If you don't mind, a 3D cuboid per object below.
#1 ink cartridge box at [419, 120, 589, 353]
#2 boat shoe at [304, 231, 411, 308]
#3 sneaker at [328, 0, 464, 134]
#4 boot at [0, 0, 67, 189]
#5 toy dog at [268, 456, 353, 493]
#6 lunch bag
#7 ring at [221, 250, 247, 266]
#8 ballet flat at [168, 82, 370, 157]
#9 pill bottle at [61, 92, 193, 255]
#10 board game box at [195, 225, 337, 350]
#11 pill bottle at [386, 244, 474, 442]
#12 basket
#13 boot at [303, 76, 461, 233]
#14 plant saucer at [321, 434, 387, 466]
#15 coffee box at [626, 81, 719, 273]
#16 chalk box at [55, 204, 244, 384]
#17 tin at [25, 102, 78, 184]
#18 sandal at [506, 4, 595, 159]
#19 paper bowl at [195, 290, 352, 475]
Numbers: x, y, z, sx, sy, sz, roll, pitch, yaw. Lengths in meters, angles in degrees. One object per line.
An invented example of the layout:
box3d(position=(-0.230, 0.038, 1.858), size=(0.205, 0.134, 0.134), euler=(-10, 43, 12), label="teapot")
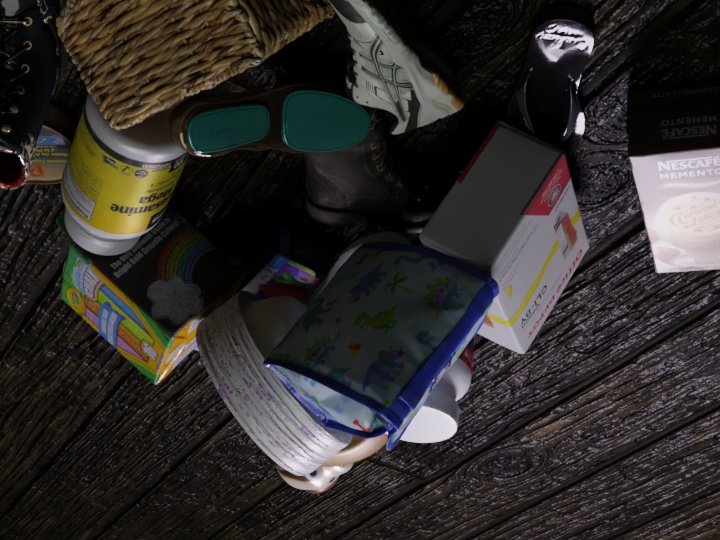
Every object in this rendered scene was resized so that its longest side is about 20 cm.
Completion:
box3d(position=(0.149, -0.028, 1.357), size=(0.083, 0.146, 0.200), euler=(27, 165, 27), label="ink cartridge box")
box3d(position=(0.000, 0.000, 1.465), size=(0.070, 0.064, 0.200), euler=(36, 143, -11), label="boat shoe")
box3d(position=(0.013, -0.189, 1.219), size=(0.087, 0.076, 0.200), euler=(-26, 135, 20), label="sneaker")
box3d(position=(-0.318, -0.187, 1.238), size=(0.073, 0.155, 0.204), euler=(7, 148, 2), label="boot")
box3d(position=(-0.053, 0.173, 1.696), size=(0.192, 0.202, 0.140), euler=(-7, 144, 22), label="toy dog")
box3d(position=(0.030, 0.069, 1.293), size=(0.127, 0.170, 0.200), euler=(45, 161, -20), label="lunch bag")
box3d(position=(-0.164, 0.032, 1.673), size=(0.198, 0.019, 0.201), euler=(6, 148, 4), label="ring")
box3d(position=(-0.088, -0.141, 1.256), size=(0.198, 0.072, 0.068), euler=(-11, 115, -29), label="ballet flat")
box3d(position=(-0.239, -0.104, 1.376), size=(0.111, 0.113, 0.200), euler=(17, 142, -13), label="pill bottle")
box3d(position=(-0.097, 0.045, 1.611), size=(0.134, 0.045, 0.200), euler=(25, 132, -26), label="board game box")
box3d(position=(0.071, 0.082, 1.525), size=(0.115, 0.202, 0.116), euler=(6, 148, 3), label="pill bottle")
box3d(position=(-0.151, -0.237, 1.210), size=(0.199, 0.149, 0.144), euler=(-19, 107, 36), label="basket")
box3d(position=(0.017, -0.120, 1.354), size=(0.198, 0.070, 0.175), euler=(-3, 139, 5), label="boot")
box3d(position=(-0.040, 0.141, 1.584), size=(0.198, 0.035, 0.202), euler=(0, 106, 0), label="plant saucer")
box3d(position=(0.326, -0.086, 1.317), size=(0.113, 0.080, 0.200), euler=(-5, 145, 19), label="coffee box")
box3d(position=(-0.249, 0.000, 1.512), size=(0.200, 0.125, 0.124), euler=(42, 147, 8), label="chalk box")
box3d(position=(-0.389, -0.137, 1.443), size=(0.198, 0.042, 0.112), euler=(1, 143, 10), label="tin")
box3d(position=(0.174, -0.162, 1.268), size=(0.075, 0.043, 0.201), euler=(4, 147, 7), label="sandal")
box3d(position=(-0.077, 0.108, 1.452), size=(0.104, 0.201, 0.201), euler=(-37, 134, 9), label="paper bowl")
